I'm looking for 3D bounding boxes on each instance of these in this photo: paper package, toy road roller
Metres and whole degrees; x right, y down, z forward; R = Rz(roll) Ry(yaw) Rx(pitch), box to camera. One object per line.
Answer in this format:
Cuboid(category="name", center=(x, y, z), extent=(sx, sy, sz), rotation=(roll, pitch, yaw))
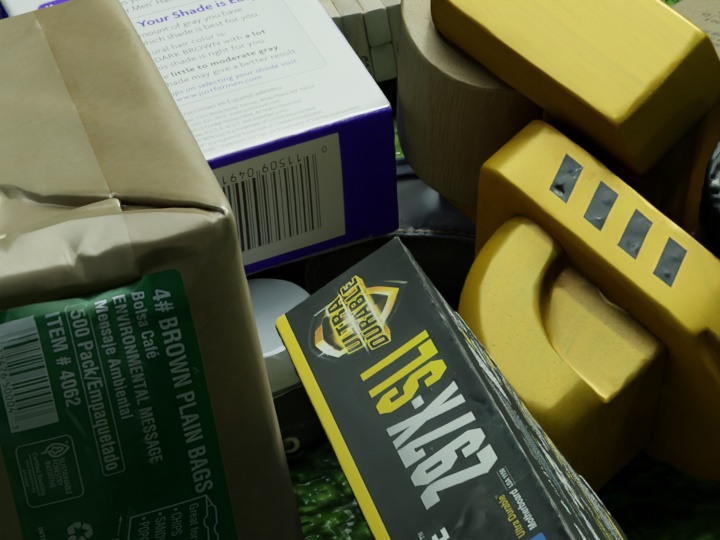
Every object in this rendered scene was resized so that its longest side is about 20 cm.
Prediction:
Cuboid(category="paper package", center=(-0.086, 0.044, 0.863), extent=(0.103, 0.201, 0.191), rotation=(-16, 29, -10))
Cuboid(category="toy road roller", center=(0.067, -0.007, 0.968), extent=(0.200, 0.123, 0.146), rotation=(40, 68, 20))

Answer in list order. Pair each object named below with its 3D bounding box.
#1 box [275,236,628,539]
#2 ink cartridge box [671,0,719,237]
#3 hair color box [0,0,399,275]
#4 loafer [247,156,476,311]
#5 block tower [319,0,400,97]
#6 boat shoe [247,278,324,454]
Cuboid(category="box", center=(0.056, 0.097, 0.772), extent=(0.049, 0.160, 0.200), rotation=(-34, 29, 3))
Cuboid(category="ink cartridge box", center=(0.187, -0.046, 1.091), extent=(0.200, 0.075, 0.165), rotation=(19, 41, 42))
Cuboid(category="hair color box", center=(-0.073, -0.078, 1.080), extent=(0.109, 0.065, 0.200), rotation=(-17, 44, -15))
Cuboid(category="loafer", center=(0.000, 0.000, 1.091), extent=(0.199, 0.073, 0.072), rotation=(7, 57, 25))
Cuboid(category="block tower", center=(0.000, -0.101, 1.277), extent=(0.199, 0.058, 0.054), rotation=(-14, 27, -6))
Cuboid(category="boat shoe", center=(-0.106, 0.052, 1.025), extent=(0.199, 0.057, 0.069), rotation=(-9, 36, 2))
